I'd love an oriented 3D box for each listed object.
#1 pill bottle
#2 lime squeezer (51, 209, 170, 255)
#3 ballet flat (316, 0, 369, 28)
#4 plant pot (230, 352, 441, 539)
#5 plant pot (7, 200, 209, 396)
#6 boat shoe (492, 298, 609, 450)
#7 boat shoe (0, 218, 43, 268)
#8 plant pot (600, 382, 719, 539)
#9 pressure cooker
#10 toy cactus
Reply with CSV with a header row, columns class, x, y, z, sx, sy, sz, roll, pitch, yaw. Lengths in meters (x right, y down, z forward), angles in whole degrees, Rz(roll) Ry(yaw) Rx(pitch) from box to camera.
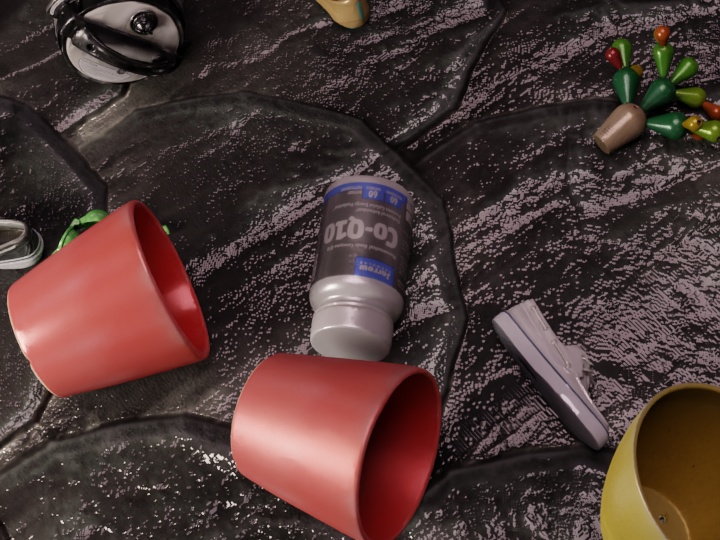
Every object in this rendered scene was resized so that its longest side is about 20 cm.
class,x,y,z,sx,sy,sz,roll,pitch,yaw
pill bottle,0.000,0.000,1.690,0.112,0.114,0.202,3,60,8
lime squeezer,-0.343,-0.032,1.798,0.198,0.038,0.071,-27,92,-11
ballet flat,-0.058,-0.408,1.963,0.069,0.063,0.200,-41,63,-17
plant pot,-0.031,0.178,1.554,0.176,0.201,0.202,15,62,26
plant pot,-0.294,0.044,1.652,0.176,0.201,0.202,-24,59,5
boat shoe,0.228,0.110,1.624,0.065,0.074,0.201,-32,63,-8
boat shoe,-0.497,-0.035,1.788,0.197,0.071,0.073,-10,59,1
plant pot,0.311,0.230,1.384,0.198,0.142,0.202,12,56,-19
pressure cooker,-0.321,-0.344,1.888,0.174,0.179,0.202,-13,58,-5
toy cactus,0.364,-0.211,1.795,0.165,0.102,0.200,-40,72,-6
